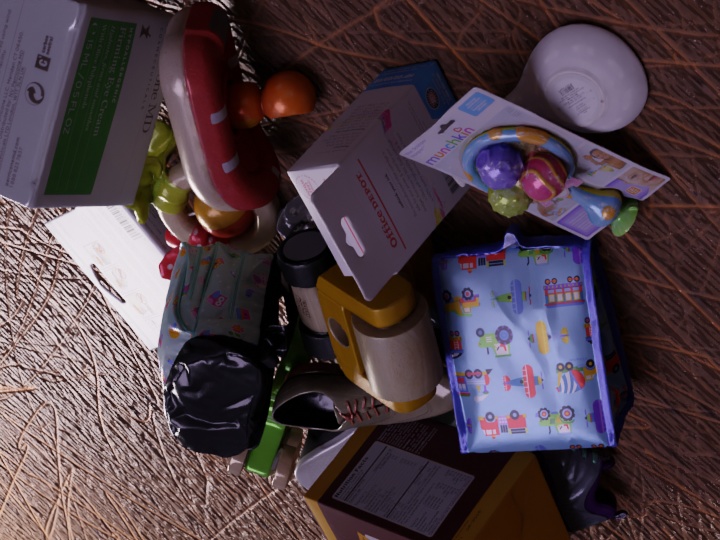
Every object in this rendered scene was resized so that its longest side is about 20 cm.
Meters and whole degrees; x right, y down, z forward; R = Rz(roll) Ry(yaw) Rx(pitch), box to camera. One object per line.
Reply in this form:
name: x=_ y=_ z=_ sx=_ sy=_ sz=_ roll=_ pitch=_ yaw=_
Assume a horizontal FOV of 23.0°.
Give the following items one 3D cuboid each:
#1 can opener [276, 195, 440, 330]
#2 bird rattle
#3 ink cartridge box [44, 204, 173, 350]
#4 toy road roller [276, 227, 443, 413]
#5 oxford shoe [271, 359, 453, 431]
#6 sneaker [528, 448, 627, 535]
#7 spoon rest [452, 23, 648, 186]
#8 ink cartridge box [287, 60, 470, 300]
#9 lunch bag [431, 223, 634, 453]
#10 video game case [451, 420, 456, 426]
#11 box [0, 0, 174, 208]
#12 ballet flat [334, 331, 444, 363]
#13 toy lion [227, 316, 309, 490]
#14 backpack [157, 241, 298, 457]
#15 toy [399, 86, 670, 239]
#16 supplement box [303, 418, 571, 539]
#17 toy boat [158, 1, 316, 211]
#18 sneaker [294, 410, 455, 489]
can opener: x=0.000 y=0.000 z=1.763 sx=0.200 sy=0.053 sz=0.067 roll=41 pitch=177 yaw=0
bird rattle: x=-0.158 y=-0.053 z=1.806 sx=0.162 sy=0.113 sz=0.201 roll=-9 pitch=125 yaw=28
ink cartridge box: x=-0.243 y=-0.008 z=1.976 sx=0.200 sy=0.044 sz=0.173 roll=52 pitch=148 yaw=-14
toy road roller: x=0.027 y=0.021 z=1.639 sx=0.200 sy=0.145 sz=0.124 roll=35 pitch=150 yaw=46
oxford shoe: x=0.009 y=0.128 z=1.700 sx=0.198 sy=0.075 sz=0.071 roll=-8 pitch=113 yaw=24
sneaker: x=0.199 y=0.166 z=1.742 sx=0.087 sy=0.075 sz=0.201 roll=-16 pitch=113 yaw=12
spoon rest: x=0.151 y=-0.138 z=1.470 sx=0.199 sy=0.061 sz=0.100 roll=-27 pitch=109 yaw=39
ink cartridge box: x=0.015 y=-0.076 z=1.526 sx=0.068 sy=0.200 sz=0.116 roll=-3 pitch=126 yaw=44
lunch bag: x=0.151 y=0.056 z=1.603 sx=0.149 sy=0.094 sz=0.202 roll=-5 pitch=112 yaw=23
video game case: x=0.130 y=0.211 z=1.869 sx=0.183 sy=0.023 sz=0.200 roll=50 pitch=144 yaw=-10
box: x=-0.311 y=-0.181 z=1.681 sx=0.199 sy=0.171 sz=0.201 roll=22 pitch=103 yaw=24
ballet flat: x=0.039 y=0.094 z=1.811 sx=0.199 sy=0.046 sz=0.068 roll=-3 pitch=125 yaw=45
toy lion: x=-0.077 y=0.123 z=1.866 sx=0.068 sy=0.193 sz=0.200 roll=18 pitch=-177 yaw=0
backpack: x=-0.134 y=0.060 z=1.736 sx=0.126 sy=0.201 sz=0.167 roll=15 pitch=133 yaw=-10
toy: x=0.144 y=-0.072 z=1.461 sx=0.199 sy=0.048 sz=0.115 roll=19 pitch=145 yaw=-25
supplement box: x=0.084 y=0.263 z=1.738 sx=0.199 sy=0.133 sz=0.198 roll=16 pitch=144 yaw=39
toy boat: x=-0.105 y=-0.153 z=1.649 sx=0.130 sy=0.131 sz=0.201 roll=-6 pitch=127 yaw=9
sneaker: x=0.016 y=0.148 z=1.853 sx=0.199 sy=0.100 sz=0.071 roll=-29 pitch=124 yaw=25
